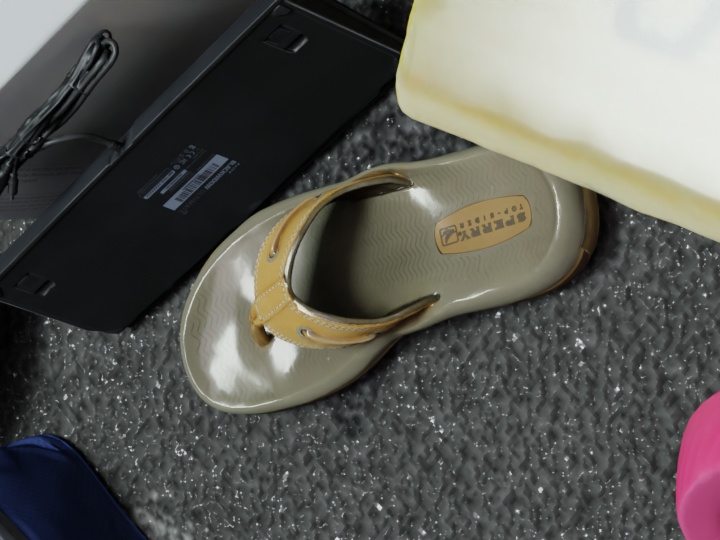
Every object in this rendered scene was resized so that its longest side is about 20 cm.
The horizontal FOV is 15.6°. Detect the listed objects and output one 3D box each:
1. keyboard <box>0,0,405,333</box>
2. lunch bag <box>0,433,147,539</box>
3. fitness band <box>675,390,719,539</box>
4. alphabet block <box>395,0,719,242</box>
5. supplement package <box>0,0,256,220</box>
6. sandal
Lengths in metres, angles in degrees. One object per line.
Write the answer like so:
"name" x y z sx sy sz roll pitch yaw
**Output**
"keyboard" -0.085 -0.048 1.039 0.200 0.127 0.021 -42 46 29
"lunch bag" -0.187 0.177 1.118 0.136 0.132 0.200 46 117 23
"fitness band" 0.196 0.068 0.837 0.199 0.144 0.038 -15 54 36
"alphabet block" 0.160 -0.110 0.817 0.200 0.195 0.197 24 105 32
"supplement package" -0.127 -0.123 1.058 0.200 0.120 0.122 -40 70 30
"sandal" 0.000 0.000 1.020 0.200 0.054 0.081 -21 82 34
